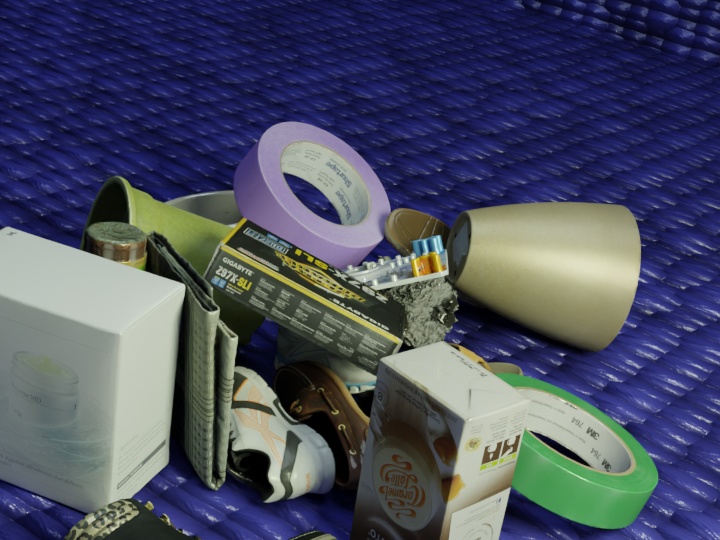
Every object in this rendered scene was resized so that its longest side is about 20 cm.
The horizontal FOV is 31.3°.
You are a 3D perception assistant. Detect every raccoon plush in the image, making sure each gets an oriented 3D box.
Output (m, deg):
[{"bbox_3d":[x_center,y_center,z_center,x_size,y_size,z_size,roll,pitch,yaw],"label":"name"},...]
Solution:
[{"bbox_3d":[0.023,0.029,1.547,0.200,0.097,0.134,7,13,-45],"label":"raccoon plush"}]

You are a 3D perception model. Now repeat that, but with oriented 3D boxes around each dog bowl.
[{"bbox_3d":[-0.188,-0.053,1.664,0.199,0.059,0.200,-4,19,1],"label":"dog bowl"}]

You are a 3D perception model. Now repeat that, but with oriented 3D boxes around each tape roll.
[{"bbox_3d":[0.203,0.180,1.304,0.200,0.048,0.201,23,18,-8],"label":"tape roll"},{"bbox_3d":[-0.060,-0.092,1.631,0.200,0.066,0.201,26,40,-23],"label":"tape roll"}]

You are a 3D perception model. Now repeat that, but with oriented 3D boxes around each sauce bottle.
[{"bbox_3d":[-0.252,0.052,1.292,0.064,0.201,0.065,8,23,-3],"label":"sauce bottle"}]

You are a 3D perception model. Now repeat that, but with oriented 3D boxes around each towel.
[{"bbox_3d":[-0.169,0.081,1.259,0.034,0.201,0.193,-10,29,-24],"label":"towel"}]

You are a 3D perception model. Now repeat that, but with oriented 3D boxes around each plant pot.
[{"bbox_3d":[0.212,-0.010,1.584,0.199,0.188,0.187,12,23,-14],"label":"plant pot"},{"bbox_3d":[-0.206,0.010,1.446,0.184,0.201,0.200,10,22,-26],"label":"plant pot"}]

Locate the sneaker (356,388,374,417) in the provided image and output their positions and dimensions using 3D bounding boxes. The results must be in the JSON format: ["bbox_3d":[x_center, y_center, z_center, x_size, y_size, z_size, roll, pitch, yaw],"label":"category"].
[{"bbox_3d":[0.054,0.174,1.319,0.087,0.076,0.200,-12,25,-14],"label":"sneaker"}]

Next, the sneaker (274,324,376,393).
[{"bbox_3d":[-0.034,0.078,1.396,0.075,0.087,0.200,-20,19,-38],"label":"sneaker"}]

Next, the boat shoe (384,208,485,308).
[{"bbox_3d":[0.105,-0.009,1.650,0.200,0.065,0.072,30,62,-20],"label":"boat shoe"}]

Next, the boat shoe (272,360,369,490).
[{"bbox_3d":[-0.038,0.154,1.305,0.070,0.071,0.200,-4,28,-37],"label":"boat shoe"}]

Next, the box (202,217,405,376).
[{"bbox_3d":[-0.052,0.024,1.294,0.200,0.049,0.160,29,9,-2],"label":"box"}]

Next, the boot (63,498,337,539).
[{"bbox_3d":[-0.132,0.237,1.079,0.203,0.074,0.154,-20,42,-42],"label":"boot"}]

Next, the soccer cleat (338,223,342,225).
[{"bbox_3d":[-0.033,-0.006,1.678,0.081,0.068,0.200,32,37,21],"label":"soccer cleat"}]

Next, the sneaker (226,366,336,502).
[{"bbox_3d":[-0.112,0.159,1.269,0.080,0.074,0.200,-14,33,-38],"label":"sneaker"}]

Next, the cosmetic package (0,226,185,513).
[{"bbox_3d":[-0.284,0.092,1.194,0.199,0.201,0.123,17,25,16],"label":"cosmetic package"}]

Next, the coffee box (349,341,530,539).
[{"bbox_3d":[0.066,0.180,1.131,0.080,0.201,0.114,-13,32,-38],"label":"coffee box"}]

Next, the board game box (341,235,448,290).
[{"bbox_3d":[0.000,0.000,1.472,0.199,0.026,0.200,-11,7,5],"label":"board game box"}]

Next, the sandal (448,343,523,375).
[{"bbox_3d":[0.092,0.110,1.470,0.199,0.054,0.080,7,24,-5],"label":"sandal"}]
